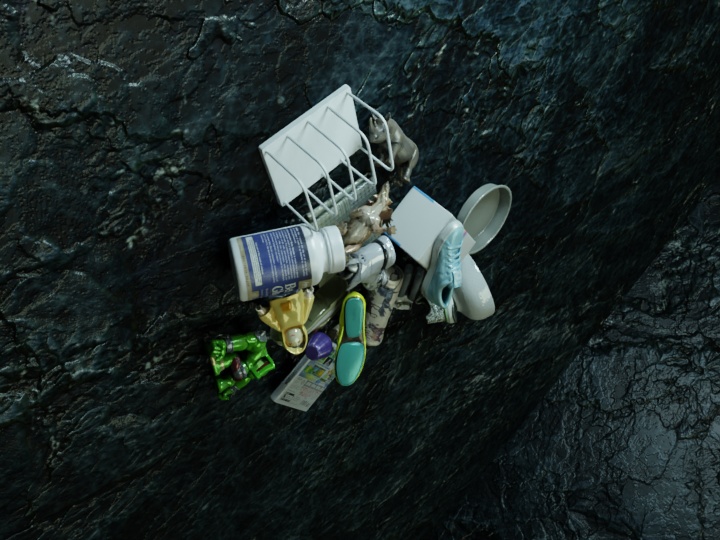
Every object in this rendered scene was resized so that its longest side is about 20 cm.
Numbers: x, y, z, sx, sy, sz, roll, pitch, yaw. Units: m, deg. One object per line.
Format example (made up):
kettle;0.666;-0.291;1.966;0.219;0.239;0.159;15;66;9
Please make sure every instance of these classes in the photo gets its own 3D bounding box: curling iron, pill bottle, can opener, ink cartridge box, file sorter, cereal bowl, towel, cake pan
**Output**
curling iron;-0.096;0.127;1.525;0.202;0.025;0.049;-57;156;8
pill bottle;-0.130;-0.020;1.205;0.195;0.112;0.113;-12;136;-14
can opener;0.113;0.039;1.644;0.201;0.051;0.068;103;-1;-62
ink cartridge box;0.162;-0.073;1.546;0.126;0.128;0.199;-51;148;3
file sorter;-0.050;-0.190;1.178;0.199;0.124;0.140;-39;146;-17
cereal bowl;0.258;0.040;1.724;0.082;0.202;0.202;-27;144;-3
towel;-0.039;-0.082;1.391;0.199;0.034;0.195;-40;149;-20
cake pan;0.312;-0.137;1.748;0.198;0.037;0.203;-32;142;-28

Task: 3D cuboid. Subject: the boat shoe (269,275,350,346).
boat shoe;-0.101;0.098;1.444;0.198;0.075;0.069;-36;150;-11

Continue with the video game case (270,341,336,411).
video game case;-0.112;0.248;1.603;0.183;0.022;0.200;-50;155;-2

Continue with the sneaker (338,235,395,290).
sneaker;0.000;0.000;1.432;0.113;0.076;0.201;-22;163;-19

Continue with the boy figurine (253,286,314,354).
boy figurine;-0.148;0.073;1.325;0.121;0.064;0.205;-13;115;-17

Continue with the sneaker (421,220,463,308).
sneaker;0.196;-0.008;1.458;0.073;0.082;0.204;-20;137;-37

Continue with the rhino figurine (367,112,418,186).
rhino figurine;0.058;-0.243;1.311;0.199;0.059;0.090;37;68;-57

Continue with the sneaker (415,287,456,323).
sneaker;0.169;0.048;1.640;0.086;0.203;0.078;-14;137;0

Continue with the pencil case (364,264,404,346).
pencil case;0.043;0.073;1.593;0.076;0.090;0.204;9;121;-14

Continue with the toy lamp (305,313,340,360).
toy lamp;-0.064;0.144;1.484;0.200;0.057;0.059;-38;154;-62

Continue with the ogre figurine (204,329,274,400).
ogre figurine;-0.239;0.183;1.345;0.117;0.098;0.204;-20;127;-20

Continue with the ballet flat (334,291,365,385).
ballet flat;-0.021;0.141;1.442;0.065;0.067;0.206;3;104;-10

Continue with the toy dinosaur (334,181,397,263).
toy dinosaur;-0.002;-0.082;1.339;0.198;0.087;0.136;-35;-173;5
